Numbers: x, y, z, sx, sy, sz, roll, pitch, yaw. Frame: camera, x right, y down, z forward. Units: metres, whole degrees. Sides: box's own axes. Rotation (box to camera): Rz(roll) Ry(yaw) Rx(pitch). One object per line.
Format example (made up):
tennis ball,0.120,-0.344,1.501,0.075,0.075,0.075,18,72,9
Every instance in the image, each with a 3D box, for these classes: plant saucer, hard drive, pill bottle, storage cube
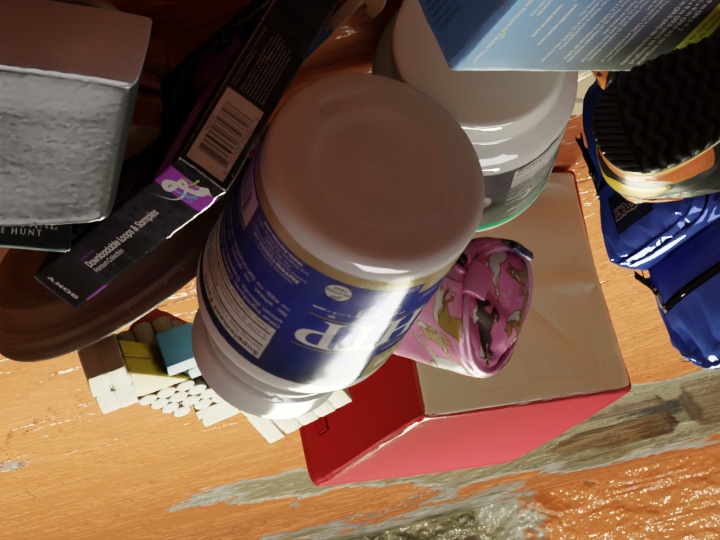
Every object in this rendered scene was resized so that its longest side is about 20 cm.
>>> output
plant saucer,-0.137,-0.023,1.728,0.200,0.029,0.200,-29,-156,14
hard drive,-0.207,-0.076,1.445,0.200,0.042,0.135,4,138,-13
pill bottle,0.061,-0.097,1.656,0.113,0.113,0.200,-12,167,-4
pill bottle,-0.021,-0.004,1.585,0.120,0.120,0.200,-8,154,-24
storage cube,0.061,0.040,2.120,0.200,0.171,0.180,-6,164,-28

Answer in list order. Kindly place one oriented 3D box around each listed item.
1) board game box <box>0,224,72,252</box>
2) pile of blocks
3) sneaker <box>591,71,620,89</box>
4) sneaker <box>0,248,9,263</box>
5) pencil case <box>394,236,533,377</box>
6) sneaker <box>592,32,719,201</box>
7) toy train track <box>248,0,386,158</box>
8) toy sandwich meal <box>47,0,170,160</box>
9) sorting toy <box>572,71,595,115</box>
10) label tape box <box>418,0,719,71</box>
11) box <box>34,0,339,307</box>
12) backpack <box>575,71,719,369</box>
board game box,-0.262,-0.036,1.591,0.200,0.028,0.135,4,-175,-15
pile of blocks,-0.088,0.045,1.740,0.082,0.062,0.200,-40,148,28
sneaker,0.210,-0.152,1.620,0.200,0.090,0.070,-14,167,3
sneaker,-0.195,-0.015,1.898,0.083,0.072,0.200,27,-168,14
pencil case,0.000,0.000,1.716,0.200,0.087,0.083,15,-164,32
sneaker,0.216,-0.089,1.546,0.200,0.070,0.090,-19,161,-1
toy train track,-0.038,-0.097,1.616,0.033,0.115,0.200,36,129,-14
toy sandwich meal,-0.200,-0.088,1.523,0.205,0.070,0.205,-13,167,-3
sorting toy,0.195,-0.142,1.772,0.200,0.037,0.185,-3,161,-21
label tape box,0.145,-0.165,1.496,0.200,0.066,0.143,-5,151,-39
box,-0.094,-0.070,1.590,0.036,0.143,0.200,36,149,-12
backpack,0.221,-0.041,1.708,0.168,0.200,0.163,-4,162,-20
